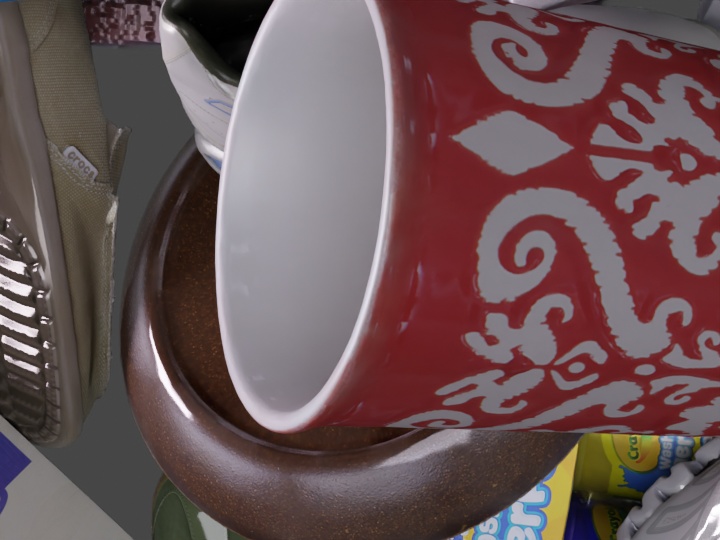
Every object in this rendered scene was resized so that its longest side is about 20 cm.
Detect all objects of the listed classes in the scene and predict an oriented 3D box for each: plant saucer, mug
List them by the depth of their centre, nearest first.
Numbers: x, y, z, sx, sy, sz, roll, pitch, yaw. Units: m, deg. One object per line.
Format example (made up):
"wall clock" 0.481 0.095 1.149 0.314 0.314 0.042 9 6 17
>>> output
"mug" 0.065 -0.015 0.745 0.199 0.177 0.134 6 95 -22
"plant saucer" 0.000 0.000 0.869 0.199 0.032 0.201 -8 65 18

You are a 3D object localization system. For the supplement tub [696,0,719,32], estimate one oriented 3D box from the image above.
"supplement tub" 0.226 -0.104 0.821 0.199 0.145 0.146 20 101 2

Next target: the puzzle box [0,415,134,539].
"puzzle box" -0.184 0.116 0.870 0.133 0.200 0.025 43 137 1

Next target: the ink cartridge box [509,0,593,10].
"ink cartridge box" 0.090 -0.192 0.720 0.145 0.084 0.201 -17 93 36

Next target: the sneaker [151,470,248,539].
"sneaker" -0.036 0.169 0.925 0.067 0.090 0.202 -13 98 9

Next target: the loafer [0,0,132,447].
"loafer" -0.118 -0.030 0.910 0.075 0.068 0.201 15 120 38

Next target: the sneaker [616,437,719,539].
"sneaker" 0.138 0.086 0.825 0.075 0.081 0.201 33 99 -3

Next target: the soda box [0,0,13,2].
"soda box" -0.044 -0.143 0.824 0.199 0.068 0.064 -6 141 3

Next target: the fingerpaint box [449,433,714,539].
"fingerpaint box" 0.100 0.117 0.910 0.166 0.073 0.201 10 100 4

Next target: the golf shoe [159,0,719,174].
"golf shoe" 0.025 -0.064 0.813 0.199 0.097 0.079 -1 66 20
